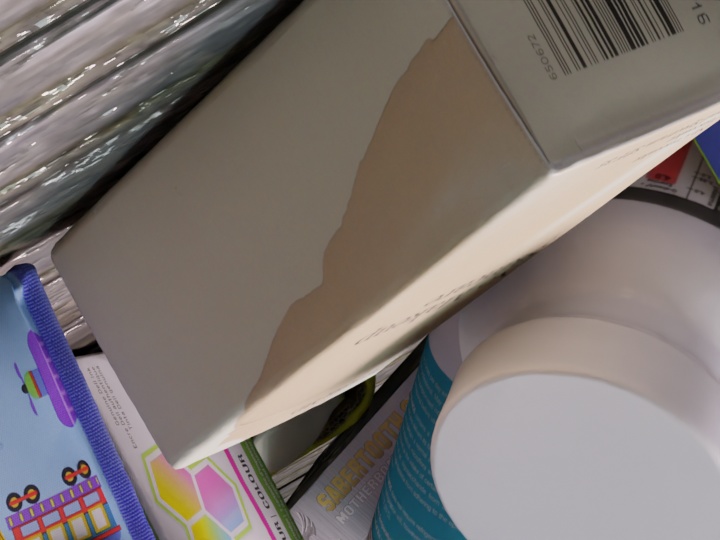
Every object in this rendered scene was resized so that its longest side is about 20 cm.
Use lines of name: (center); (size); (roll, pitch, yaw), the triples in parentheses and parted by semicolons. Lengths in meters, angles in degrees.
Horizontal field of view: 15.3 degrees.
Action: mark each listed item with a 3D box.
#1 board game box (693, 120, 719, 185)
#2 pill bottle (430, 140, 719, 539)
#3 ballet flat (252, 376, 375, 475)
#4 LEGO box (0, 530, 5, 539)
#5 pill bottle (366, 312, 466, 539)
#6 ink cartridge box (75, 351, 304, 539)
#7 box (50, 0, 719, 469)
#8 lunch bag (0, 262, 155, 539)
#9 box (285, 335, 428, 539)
board game box: (0.172, -0.073, 0.838); (0.199, 0.135, 0.045); (-20, 168, -47)
pill bottle: (0.097, 0.001, 0.842); (0.116, 0.116, 0.200); (-36, -163, 42)
ballet flat: (-0.077, 0.085, 1.163); (0.199, 0.067, 0.067); (-33, -150, -7)
LEGO box: (-0.163, 0.086, 0.590); (0.077, 0.150, 0.200); (-33, 171, 27)
pill bottle: (0.069, 0.072, 1.044); (0.111, 0.110, 0.201); (-20, 133, -50)
ink cartridge box: (-0.098, 0.112, 0.985); (0.076, 0.148, 0.200); (-32, 172, 21)
box: (0.007, -0.028, 0.738); (0.095, 0.078, 0.200); (-24, 170, -39)
lunch bag: (-0.126, 0.122, 0.764); (0.150, 0.201, 0.094); (-23, 171, -40)
box: (0.039, 0.056, 1.188); (0.200, 0.048, 0.158); (-49, 179, 20)
